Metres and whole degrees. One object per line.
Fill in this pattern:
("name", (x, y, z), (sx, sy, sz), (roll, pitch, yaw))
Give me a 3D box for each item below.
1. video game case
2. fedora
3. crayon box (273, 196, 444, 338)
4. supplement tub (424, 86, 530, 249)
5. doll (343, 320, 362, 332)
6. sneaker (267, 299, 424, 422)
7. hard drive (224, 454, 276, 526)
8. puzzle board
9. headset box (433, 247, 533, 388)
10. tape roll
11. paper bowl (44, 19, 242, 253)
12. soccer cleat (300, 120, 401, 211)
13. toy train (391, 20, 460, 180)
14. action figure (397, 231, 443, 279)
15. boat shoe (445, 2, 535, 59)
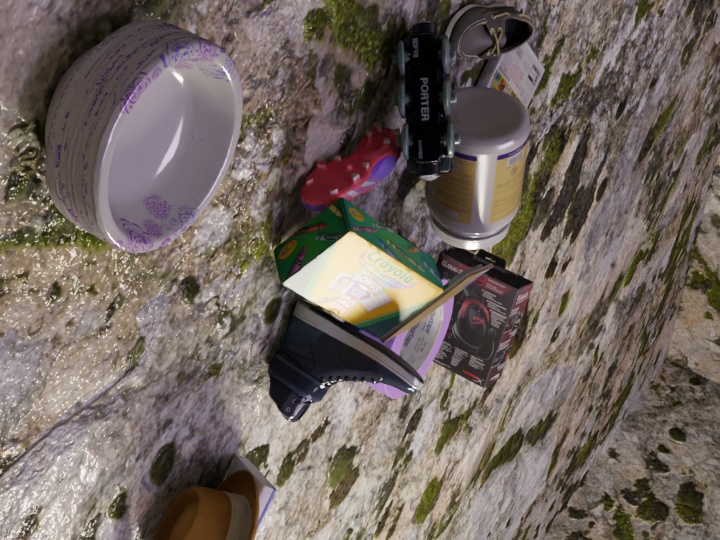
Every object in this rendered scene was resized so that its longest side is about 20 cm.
("video game case", (0.221, -0.269, 1.975), (0.184, 0.023, 0.200), (-65, 157, -1))
("fedora", (-0.203, 0.334, 1.574), (0.081, 0.200, 0.203), (26, 90, -25))
("crayon box", (0.000, 0.000, 1.586), (0.118, 0.059, 0.199), (-36, 138, 23))
("supplement tub", (0.166, -0.147, 1.828), (0.145, 0.144, 0.202), (-44, 149, -38))
("doll", (0.026, 0.058, 1.783), (0.199, 0.136, 0.049), (-30, 97, -34))
("sneaker", (-0.028, 0.150, 1.655), (0.148, 0.200, 0.077), (-62, 165, 0))
("hard drive", (-0.180, 0.354, 1.645), (0.025, 0.132, 0.202), (26, 89, -23))
("puzzle board", (0.107, 0.039, 1.749), (0.150, 0.017, 0.200), (-38, 175, 15))
("headset box", (0.186, 0.066, 2.070), (0.075, 0.147, 0.203), (-19, 130, -59))
("tape roll", (0.067, 0.094, 1.958), (0.200, 0.065, 0.202), (-45, 149, -37))
("paper bowl", (-0.204, -0.126, 1.138), (0.201, 0.103, 0.203), (-46, 150, -37))
("soccer cleat", (-0.008, -0.116, 1.600), (0.200, 0.066, 0.077), (-46, 149, -43))
("toy train", (0.087, -0.214, 1.626), (0.114, 0.084, 0.204), (23, 64, -82))
("action figure", (0.036, -0.018, 1.719), (0.199, 0.130, 0.070), (23, 99, -52))
("boat shoe", (0.182, -0.336, 1.781), (0.201, 0.060, 0.073), (-29, 139, -53))
